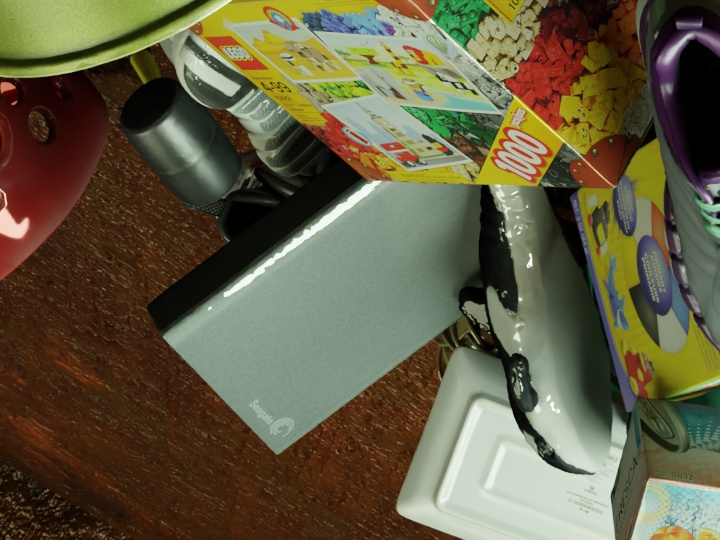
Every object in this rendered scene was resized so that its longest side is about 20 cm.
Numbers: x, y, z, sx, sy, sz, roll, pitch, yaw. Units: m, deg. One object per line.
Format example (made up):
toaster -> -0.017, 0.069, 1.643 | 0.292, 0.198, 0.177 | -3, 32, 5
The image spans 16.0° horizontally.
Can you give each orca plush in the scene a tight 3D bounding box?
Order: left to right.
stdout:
orca plush -> 0.072, 0.018, 1.332 | 0.071, 0.105, 0.201 | -1, 133, 35

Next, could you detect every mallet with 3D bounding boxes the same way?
mallet -> -0.109, -0.101, 1.367 | 0.066, 0.041, 0.200 | 51, -174, -31

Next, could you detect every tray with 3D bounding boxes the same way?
tray -> 0.127, 0.125, 1.416 | 0.199, 0.108, 0.022 | 20, -164, 1

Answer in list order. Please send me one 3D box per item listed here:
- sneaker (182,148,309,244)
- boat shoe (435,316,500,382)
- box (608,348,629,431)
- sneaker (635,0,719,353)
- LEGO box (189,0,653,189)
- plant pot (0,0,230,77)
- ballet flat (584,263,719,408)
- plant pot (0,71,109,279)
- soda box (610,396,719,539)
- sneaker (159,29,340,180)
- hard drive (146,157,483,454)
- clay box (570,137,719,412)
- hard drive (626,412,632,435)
sneaker -> -0.054, -0.035, 1.443 | 0.139, 0.078, 0.199 | 5, -172, -43
boat shoe -> 0.085, 0.040, 1.484 | 0.076, 0.074, 0.200 | 56, 168, 11
box -> 0.108, 0.137, 1.494 | 0.048, 0.201, 0.117 | 30, -164, 0
sneaker -> 0.151, -0.023, 1.035 | 0.074, 0.088, 0.201 | -16, 108, 17
LEGO box -> 0.027, -0.111, 1.166 | 0.149, 0.077, 0.200 | 39, 162, -28
plant pot -> -0.125, -0.213, 0.973 | 0.200, 0.201, 0.193 | 15, 146, 43
ballet flat -> 0.184, 0.041, 1.338 | 0.069, 0.069, 0.200 | 41, -173, -33
plant pot -> -0.283, -0.099, 1.557 | 0.200, 0.201, 0.183 | 8, 145, 54
soda box -> 0.222, 0.116, 1.208 | 0.198, 0.069, 0.064 | 9, 122, -5
sneaker -> -0.064, -0.125, 1.337 | 0.116, 0.075, 0.200 | 48, -176, 25
hard drive -> 0.000, 0.000, 1.343 | 0.033, 0.200, 0.140 | 55, -177, 39
clay box -> 0.160, -0.006, 1.183 | 0.047, 0.116, 0.200 | -12, 172, -14
hard drive -> 0.238, 0.112, 1.330 | 0.198, 0.038, 0.140 | 12, -165, 1
